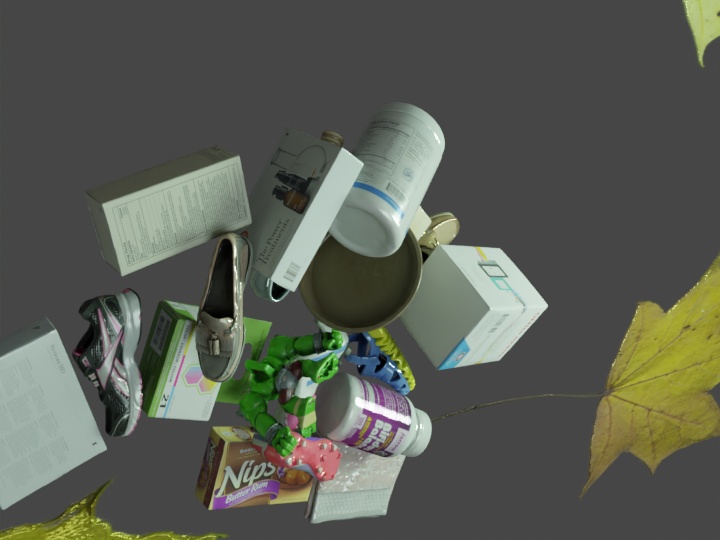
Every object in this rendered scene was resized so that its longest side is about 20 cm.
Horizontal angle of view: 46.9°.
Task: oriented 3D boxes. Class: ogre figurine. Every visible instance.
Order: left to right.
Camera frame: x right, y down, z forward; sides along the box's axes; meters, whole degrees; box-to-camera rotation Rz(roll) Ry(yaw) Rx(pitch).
[{"bbox_3d":[-0.111,0.170,1.259,0.098,0.118,0.204,29,76,-62],"label":"ogre figurine"}]

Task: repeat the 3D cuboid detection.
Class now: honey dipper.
[{"bbox_3d":[-0.071,-0.109,1.218,0.038,0.037,0.204,34,67,-42],"label":"honey dipper"}]

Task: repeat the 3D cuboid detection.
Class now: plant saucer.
[{"bbox_3d":[0.000,0.000,1.272,0.201,0.199,0.030,-53,157,-7],"label":"plant saucer"}]

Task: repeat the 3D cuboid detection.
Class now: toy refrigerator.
[{"bbox_3d":[0.019,-0.031,1.339,0.201,0.075,0.070,-52,131,-8],"label":"toy refrigerator"}]

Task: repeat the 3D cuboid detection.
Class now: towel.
[{"bbox_3d":[0.000,0.368,1.522,0.197,0.032,0.195,9,102,-41],"label":"towel"}]

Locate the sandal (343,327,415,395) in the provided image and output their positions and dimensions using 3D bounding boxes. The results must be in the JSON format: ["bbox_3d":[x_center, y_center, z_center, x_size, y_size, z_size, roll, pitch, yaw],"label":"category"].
[{"bbox_3d":[0.029,0.153,1.433,0.086,0.080,0.201,-33,128,2],"label":"sandal"}]

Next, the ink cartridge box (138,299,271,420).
[{"bbox_3d":[-0.217,0.139,1.222,0.197,0.075,0.151,13,100,-40],"label":"ink cartridge box"}]

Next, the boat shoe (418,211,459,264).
[{"bbox_3d":[0.103,-0.028,1.410,0.199,0.069,0.075,-36,127,-21],"label":"boat shoe"}]

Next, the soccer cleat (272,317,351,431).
[{"bbox_3d":[-0.098,0.168,1.345,0.086,0.070,0.202,37,83,-22],"label":"soccer cleat"}]

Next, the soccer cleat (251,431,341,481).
[{"bbox_3d":[-0.096,0.292,1.327,0.200,0.075,0.068,36,69,-58],"label":"soccer cleat"}]

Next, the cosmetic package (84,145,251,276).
[{"bbox_3d":[-0.251,-0.083,1.103,0.197,0.073,0.106,-23,121,-29],"label":"cosmetic package"}]

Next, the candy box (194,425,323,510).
[{"bbox_3d":[-0.162,0.318,1.355,0.197,0.056,0.119,9,103,-42],"label":"candy box"}]

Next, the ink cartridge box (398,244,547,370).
[{"bbox_3d":[0.188,0.060,1.414,0.198,0.147,0.148,1,134,-50],"label":"ink cartridge box"}]

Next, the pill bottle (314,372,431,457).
[{"bbox_3d":[0.026,0.256,1.425,0.198,0.112,0.114,25,93,-33],"label":"pill bottle"}]

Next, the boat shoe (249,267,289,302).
[{"bbox_3d":[-0.091,-0.041,1.249,0.070,0.071,0.203,33,87,-42],"label":"boat shoe"}]

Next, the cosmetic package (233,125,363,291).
[{"bbox_3d":[-0.099,-0.091,1.170,0.051,0.150,0.203,29,89,-39],"label":"cosmetic package"}]

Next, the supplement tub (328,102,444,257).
[{"bbox_3d":[0.036,-0.134,1.230,0.133,0.130,0.202,57,47,-38],"label":"supplement tub"}]

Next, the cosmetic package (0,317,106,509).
[{"bbox_3d":[-0.435,0.185,1.074,0.149,0.051,0.204,-27,123,-25],"label":"cosmetic package"}]

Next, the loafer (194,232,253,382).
[{"bbox_3d":[-0.189,0.048,1.111,0.063,0.070,0.205,28,70,-81],"label":"loafer"}]

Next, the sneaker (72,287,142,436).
[{"bbox_3d":[-0.347,0.125,1.124,0.085,0.080,0.205,-4,100,-29],"label":"sneaker"}]
